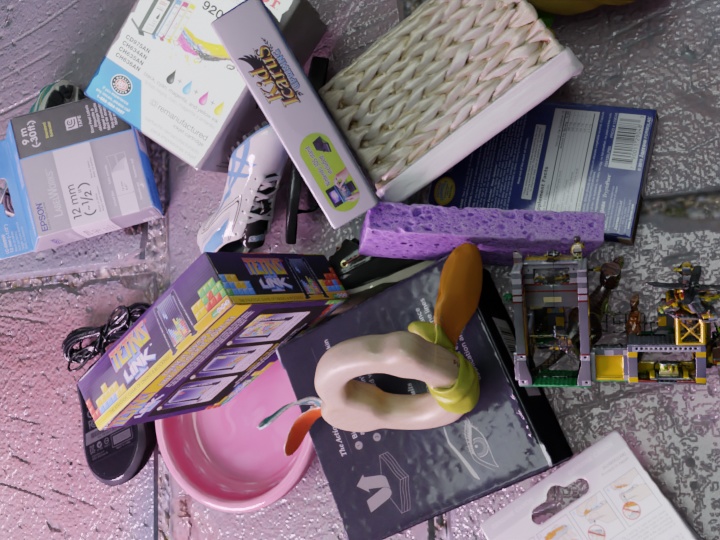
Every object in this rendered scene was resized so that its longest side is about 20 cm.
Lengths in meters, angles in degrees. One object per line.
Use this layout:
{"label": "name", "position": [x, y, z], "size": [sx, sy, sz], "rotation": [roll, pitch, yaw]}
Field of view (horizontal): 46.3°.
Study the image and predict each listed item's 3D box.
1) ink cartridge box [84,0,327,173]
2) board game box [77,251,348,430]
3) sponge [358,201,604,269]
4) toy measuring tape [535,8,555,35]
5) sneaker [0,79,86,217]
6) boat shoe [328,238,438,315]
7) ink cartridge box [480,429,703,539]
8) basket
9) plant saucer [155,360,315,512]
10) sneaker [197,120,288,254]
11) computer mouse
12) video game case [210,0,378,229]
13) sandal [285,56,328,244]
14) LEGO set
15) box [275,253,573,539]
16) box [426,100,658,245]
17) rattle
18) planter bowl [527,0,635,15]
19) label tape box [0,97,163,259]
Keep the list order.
{"label": "ink cartridge box", "position": [-0.156, -0.225, 0.885], "size": [0.147, 0.145, 0.201], "rotation": [33, 98, 3]}
{"label": "board game box", "position": [-0.133, 0.062, 0.772], "size": [0.200, 0.165, 0.057], "rotation": [-41, 68, 26]}
{"label": "sponge", "position": [0.099, -0.030, 0.741], "size": [0.198, 0.112, 0.030], "rotation": [4, 80, -2]}
{"label": "toy measuring tape", "position": [0.108, -0.274, 0.828], "size": [0.200, 0.074, 0.074], "rotation": [44, 101, 18]}
{"label": "sneaker", "position": [-0.400, -0.142, 1.058], "size": [0.079, 0.077, 0.201], "rotation": [18, 86, 44]}
{"label": "boat shoe", "position": [0.001, 0.000, 0.845], "size": [0.200, 0.074, 0.063], "rotation": [-22, 76, 14]}
{"label": "ink cartridge box", "position": [0.222, 0.266, 0.729], "size": [0.160, 0.047, 0.201], "rotation": [-40, 64, 15]}
{"label": "basket", "position": [0.077, -0.165, 0.744], "size": [0.199, 0.136, 0.124], "rotation": [-35, 94, 15]}
{"label": "plant saucer", "position": [-0.124, 0.150, 0.894], "size": [0.199, 0.051, 0.202], "rotation": [-3, 83, 24]}
{"label": "sneaker", "position": [-0.112, -0.073, 0.883], "size": [0.073, 0.072, 0.200], "rotation": [49, 130, 22]}
{"label": "computer mouse", "position": [-0.271, 0.147, 0.965], "size": [0.138, 0.053, 0.201], "rotation": [-23, 64, 19]}
{"label": "video game case", "position": [-0.057, -0.142, 0.725], "size": [0.045, 0.200, 0.182], "rotation": [-29, 106, 3]}
{"label": "sandal", "position": [-0.046, -0.125, 0.887], "size": [0.048, 0.075, 0.202], "rotation": [10, 86, -2]}
{"label": "LEGO set", "position": [0.204, 0.018, 0.694], "size": [0.199, 0.154, 0.117], "rotation": [1, 109, 25]}
{"label": "box", "position": [0.058, 0.121, 0.778], "size": [0.199, 0.117, 0.198], "rotation": [-28, 73, 18]}
{"label": "box", "position": [0.170, -0.101, 0.803], "size": [0.199, 0.032, 0.122], "rotation": [11, 87, 24]}
{"label": "rattle", "position": [0.005, 0.067, 0.711], "size": [0.200, 0.130, 0.144], "rotation": [-29, 58, 46]}
{"label": "planter bowl", "position": [0.183, -0.298, 0.772], "size": [0.201, 0.199, 0.084], "rotation": [63, 144, 18]}
{"label": "label tape box", "position": [-0.344, -0.109, 0.971], "size": [0.199, 0.066, 0.144], "rotation": [-15, 85, -5]}
